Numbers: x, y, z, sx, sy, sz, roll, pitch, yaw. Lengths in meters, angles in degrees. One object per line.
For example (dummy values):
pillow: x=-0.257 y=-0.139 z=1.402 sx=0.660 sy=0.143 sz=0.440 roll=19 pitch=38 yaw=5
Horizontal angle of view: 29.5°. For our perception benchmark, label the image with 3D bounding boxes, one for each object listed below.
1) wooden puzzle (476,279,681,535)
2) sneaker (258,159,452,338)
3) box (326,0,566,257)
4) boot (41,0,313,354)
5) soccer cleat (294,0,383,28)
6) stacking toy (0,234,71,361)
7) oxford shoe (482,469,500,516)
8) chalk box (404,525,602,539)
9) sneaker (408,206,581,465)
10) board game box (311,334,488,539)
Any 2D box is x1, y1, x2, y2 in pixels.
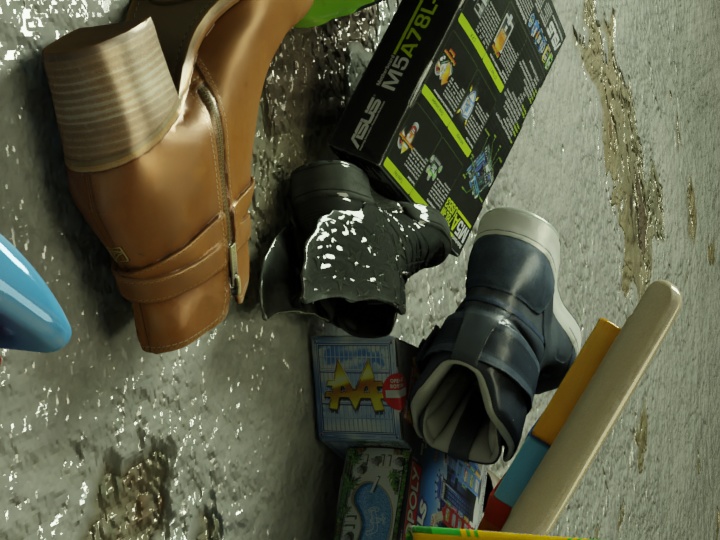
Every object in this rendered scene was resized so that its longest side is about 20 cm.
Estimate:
wooden puzzle: x=0.121 y=0.106 z=0.855 sx=0.185 sy=0.037 sz=0.200 roll=-55 pitch=173 yaw=-19
sneaker: x=0.003 y=-0.001 z=0.853 sx=0.200 sy=0.060 sz=0.104 roll=27 pitch=51 yaw=-56
box: x=0.068 y=-0.127 z=0.942 sx=0.193 sy=0.047 sz=0.200 roll=-62 pitch=156 yaw=-5
boot: x=-0.073 y=-0.065 z=0.684 sx=0.200 sy=0.074 sz=0.155 roll=-40 pitch=124 yaw=-46
soccer cleat: x=0.009 y=-0.200 z=0.863 sx=0.200 sy=0.081 sz=0.068 roll=-55 pitch=137 yaw=-54
stacking toy: x=-0.186 y=0.067 z=0.399 sx=0.116 sy=0.110 sz=0.200 roll=40 pitch=62 yaw=-40
oxford shoe: x=0.066 y=0.226 z=1.004 sx=0.084 sy=0.073 sz=0.200 roll=55 pitch=35 yaw=-25
chalk box: x=0.101 y=0.225 z=0.693 sx=0.200 sy=0.124 sz=0.124 roll=56 pitch=39 yaw=-53
sneaker: x=0.090 y=0.071 z=0.899 sx=0.202 sy=0.077 sz=0.146 roll=65 pitch=40 yaw=-56
board game box: x=0.024 y=0.130 z=0.903 sx=0.200 sy=0.062 sz=0.200 roll=49 pitch=45 yaw=-54
